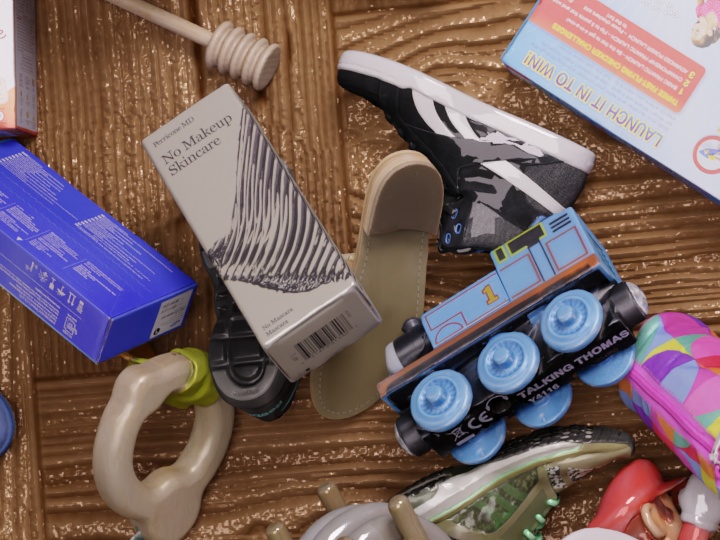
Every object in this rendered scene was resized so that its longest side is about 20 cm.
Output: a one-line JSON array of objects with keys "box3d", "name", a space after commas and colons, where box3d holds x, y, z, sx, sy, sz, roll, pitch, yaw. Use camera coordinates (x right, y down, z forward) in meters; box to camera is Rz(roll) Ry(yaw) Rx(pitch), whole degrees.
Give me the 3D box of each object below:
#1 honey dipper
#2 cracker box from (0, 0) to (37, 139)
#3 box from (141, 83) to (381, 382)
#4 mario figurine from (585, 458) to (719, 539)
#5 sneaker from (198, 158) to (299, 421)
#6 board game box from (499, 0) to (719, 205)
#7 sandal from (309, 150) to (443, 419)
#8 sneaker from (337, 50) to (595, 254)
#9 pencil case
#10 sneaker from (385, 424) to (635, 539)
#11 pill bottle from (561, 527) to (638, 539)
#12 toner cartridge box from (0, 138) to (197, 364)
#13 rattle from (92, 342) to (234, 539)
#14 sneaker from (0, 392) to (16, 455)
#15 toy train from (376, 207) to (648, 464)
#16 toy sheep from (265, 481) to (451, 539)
[{"box3d": [-0.154, -0.189, 1.667, 0.199, 0.038, 0.038, 25, 92, 13], "name": "honey dipper"}, {"box3d": [-0.316, -0.199, 1.686, 0.133, 0.058, 0.201, -3, 86, 10], "name": "cracker box"}, {"box3d": [-0.070, -0.028, 1.560, 0.082, 0.068, 0.200, -35, 60, 1], "name": "box"}, {"box3d": [0.236, 0.215, 1.538, 0.123, 0.106, 0.200, -39, 58, 25], "name": "mario figurine"}, {"box3d": [-0.074, 0.014, 1.626, 0.075, 0.079, 0.201, -4, 66, 18], "name": "sneaker"}, {"box3d": [0.235, -0.175, 1.584, 0.200, 0.056, 0.196, 34, 94, 10], "name": "board game box"}, {"box3d": [0.005, 0.000, 1.613, 0.077, 0.070, 0.212, 3, 119, -25], "name": "sandal"}, {"box3d": [0.057, -0.074, 1.602, 0.199, 0.073, 0.112, 24, 92, 11], "name": "sneaker"}, {"box3d": [0.240, 0.099, 1.496, 0.088, 0.200, 0.089, -6, 111, -15], "name": "pencil case"}, {"box3d": [0.109, 0.171, 1.588, 0.199, 0.077, 0.089, -23, 93, 15], "name": "sneaker"}, {"box3d": [0.127, 0.269, 1.508, 0.114, 0.114, 0.200, 47, 135, 9], "name": "pill bottle"}, {"box3d": [-0.222, -0.017, 1.617, 0.200, 0.095, 0.043, 37, 124, 23], "name": "toner cartridge box"}, {"box3d": [-0.178, 0.140, 1.638, 0.142, 0.130, 0.201, 17, 116, 21], "name": "rattle"}, {"box3d": [-0.354, 0.089, 1.663, 0.199, 0.088, 0.076, 24, 90, 9], "name": "sneaker"}, {"box3d": [0.102, 0.050, 1.559, 0.200, 0.087, 0.114, -32, 50, 12], "name": "toy train"}, {"box3d": [0.006, 0.218, 1.524, 0.137, 0.200, 0.139, -2, 94, -29], "name": "toy sheep"}]
